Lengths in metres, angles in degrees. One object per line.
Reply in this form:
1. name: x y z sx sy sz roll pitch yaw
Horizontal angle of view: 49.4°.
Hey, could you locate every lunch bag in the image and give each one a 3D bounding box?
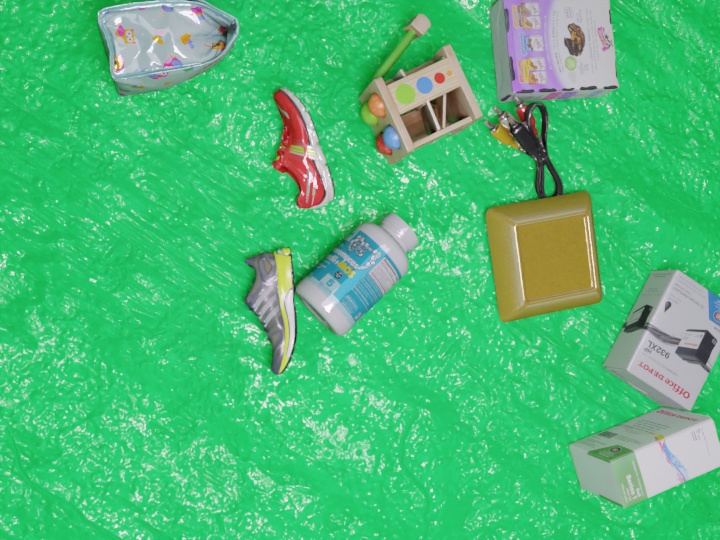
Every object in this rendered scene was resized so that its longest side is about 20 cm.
1. lunch bag: -0.281 -0.341 1.172 0.199 0.170 0.123 -16 98 -12

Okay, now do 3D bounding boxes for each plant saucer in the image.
1. plant saucer: 0.325 -0.023 1.337 0.199 0.048 0.202 -11 97 -13

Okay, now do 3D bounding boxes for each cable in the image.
1. cable: 0.299 -0.210 1.339 0.097 0.050 0.200 -39 116 4

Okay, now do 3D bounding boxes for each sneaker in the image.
1. sneaker: -0.106 -0.194 1.253 0.084 0.077 0.201 -21 92 -7
2. sneaker: -0.142 0.065 1.242 0.080 0.074 0.202 -3 82 -2

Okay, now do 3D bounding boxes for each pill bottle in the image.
1. pill bottle: 0.000 0.000 1.247 0.200 0.111 0.111 -45 96 -11

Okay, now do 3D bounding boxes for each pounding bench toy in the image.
1. pounding bench toy: 0.071 -0.295 1.268 0.155 0.124 0.201 -26 93 -11

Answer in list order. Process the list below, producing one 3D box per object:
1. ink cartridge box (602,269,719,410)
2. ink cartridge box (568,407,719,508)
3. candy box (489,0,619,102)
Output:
1. ink cartridge box: 0.543 0.121 1.369 0.145 0.084 0.201 32 82 -9
2. ink cartridge box: 0.479 0.309 1.316 0.199 0.145 0.085 -18 92 -13
3. candy box: 0.334 -0.385 1.354 0.198 0.072 0.169 -5 88 -11
